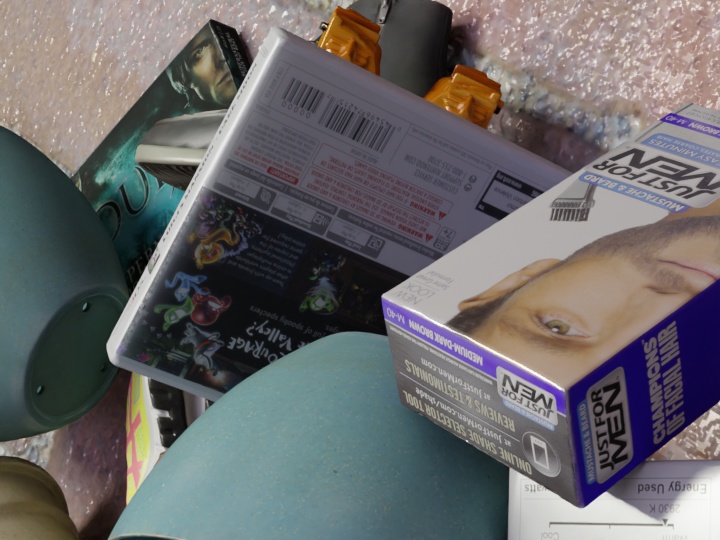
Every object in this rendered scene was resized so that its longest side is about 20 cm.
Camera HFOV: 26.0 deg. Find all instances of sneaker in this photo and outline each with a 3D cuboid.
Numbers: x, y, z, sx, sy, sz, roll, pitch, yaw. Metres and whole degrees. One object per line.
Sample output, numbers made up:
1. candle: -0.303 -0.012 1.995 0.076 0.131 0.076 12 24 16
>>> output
1. sneaker: -0.035 -0.099 0.915 0.198 0.075 0.107 0 73 22
2. sneaker: -0.109 0.116 0.955 0.090 0.077 0.202 -173 90 -71

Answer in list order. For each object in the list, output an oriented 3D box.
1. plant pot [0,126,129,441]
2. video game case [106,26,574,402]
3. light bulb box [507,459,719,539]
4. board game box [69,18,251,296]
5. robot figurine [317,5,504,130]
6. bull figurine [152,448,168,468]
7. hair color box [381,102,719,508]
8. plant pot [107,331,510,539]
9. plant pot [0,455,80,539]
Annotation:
1. plant pot: -0.219 0.025 0.956 0.134 0.200 0.202 25 98 26
2. video game case: 0.000 0.000 0.782 0.183 0.199 0.023 -60 26 14
3. light bulb box: 0.167 0.179 0.621 0.197 0.124 0.202 -7 76 42
4. board game box: -0.132 -0.051 1.039 0.200 0.028 0.136 -43 54 29
5. robot figurine: -0.010 -0.027 0.825 0.058 0.144 0.201 -80 16 -70
6. bull figurine: -0.038 0.156 0.853 0.121 0.065 0.200 -44 69 5
7. hair color box: 0.119 0.006 0.665 0.109 0.199 0.065 26 139 44
8. plant pot: -0.001 0.110 0.729 0.199 0.200 0.136 -2 55 44
9. plant pot: -0.207 0.246 0.942 0.183 0.200 0.202 34 104 32
